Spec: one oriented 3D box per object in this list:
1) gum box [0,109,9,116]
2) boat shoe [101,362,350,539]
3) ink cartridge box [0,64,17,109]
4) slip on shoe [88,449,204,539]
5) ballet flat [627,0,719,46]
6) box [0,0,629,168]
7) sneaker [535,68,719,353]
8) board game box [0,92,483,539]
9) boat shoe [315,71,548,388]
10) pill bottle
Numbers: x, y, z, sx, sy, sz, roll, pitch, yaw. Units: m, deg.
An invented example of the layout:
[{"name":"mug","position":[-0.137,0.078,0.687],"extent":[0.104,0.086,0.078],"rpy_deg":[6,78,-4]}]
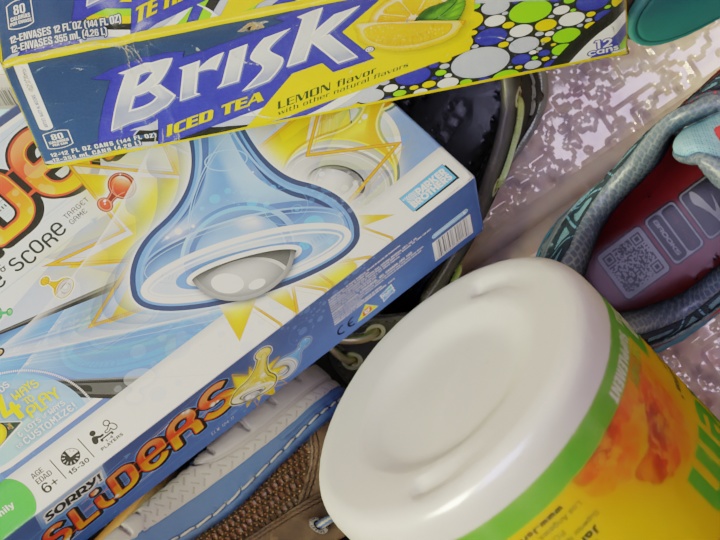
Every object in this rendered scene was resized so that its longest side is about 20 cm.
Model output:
[{"name":"gum box","position":[-0.170,-0.026,0.974],"extent":[0.199,0.045,0.171],"rpy_deg":[9,95,10]},{"name":"boat shoe","position":[-0.055,0.115,0.854],"extent":[0.072,0.072,0.200],"rpy_deg":[39,65,11]},{"name":"ink cartridge box","position":[-0.150,-0.152,0.946],"extent":[0.094,0.037,0.201],"rpy_deg":[-2,70,6]},{"name":"slip on shoe","position":[-0.122,0.090,0.926],"extent":[0.200,0.061,0.076],"rpy_deg":[-35,102,24]},{"name":"ballet flat","position":[0.159,-0.155,0.907],"extent":[0.200,0.074,0.074],"rpy_deg":[-33,87,8]},{"name":"box","position":[-0.017,-0.094,0.853],"extent":[0.199,0.070,0.065],"rpy_deg":[-12,61,1]},{"name":"sneaker","position":[0.141,-0.037,0.893],"extent":[0.079,0.096,0.200],"rpy_deg":[46,99,4]},{"name":"board game box","position":[-0.078,-0.004,0.872],"extent":[0.200,0.035,0.135],"rpy_deg":[-38,60,-15]},{"name":"boat shoe","position":[-0.003,-0.002,0.937],"extent":[0.072,0.060,0.202],"rpy_deg":[32,98,5]},{"name":"pill bottle","position":[0.089,0.098,0.869],"extent":[0.111,0.111,0.200],"rpy_deg":[-40,118,9]}]
